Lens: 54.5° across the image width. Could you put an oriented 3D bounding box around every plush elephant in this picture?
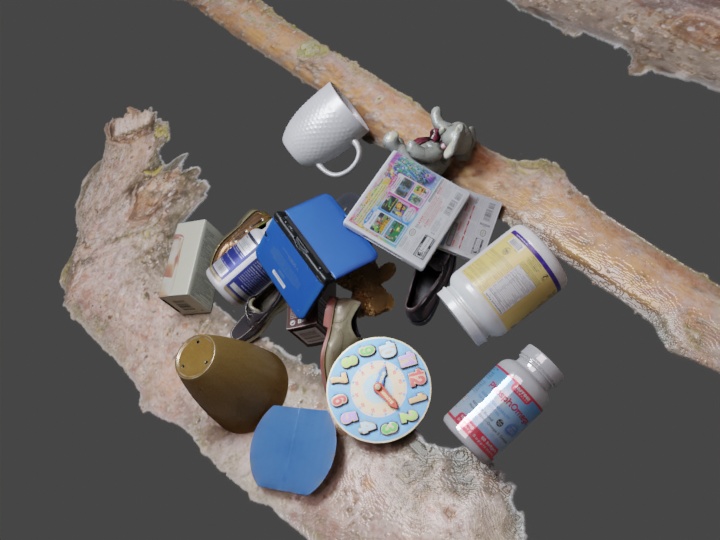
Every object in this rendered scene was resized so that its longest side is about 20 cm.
[{"bbox_3d":[0.165,-0.270,1.491,0.200,0.165,0.155,42,100,10],"label":"plush elephant"}]

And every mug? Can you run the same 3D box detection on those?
[{"bbox_3d":[-0.077,-0.313,1.660,0.175,0.148,0.200,-38,82,13],"label":"mug"}]

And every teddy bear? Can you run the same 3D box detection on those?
[{"bbox_3d":[0.000,0.000,1.439,0.145,0.200,0.067,-33,2,-33],"label":"teddy bear"}]

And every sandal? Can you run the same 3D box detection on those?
[{"bbox_3d":[-0.071,-0.101,1.557,0.200,0.043,0.076,-34,65,-26],"label":"sandal"}]

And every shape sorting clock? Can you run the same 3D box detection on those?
[{"bbox_3d":[0.033,0.221,1.307,0.200,0.039,0.200,-2,68,6],"label":"shape sorting clock"}]

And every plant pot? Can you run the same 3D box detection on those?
[{"bbox_3d":[-0.274,0.208,1.406,0.186,0.200,0.186,-12,57,20],"label":"plant pot"}]

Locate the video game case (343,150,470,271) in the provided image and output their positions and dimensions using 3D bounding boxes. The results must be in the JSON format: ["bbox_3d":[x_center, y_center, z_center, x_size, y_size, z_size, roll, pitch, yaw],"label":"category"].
[{"bbox_3d":[0.094,-0.122,1.392,0.182,0.024,0.200,31,69,8],"label":"video game case"}]

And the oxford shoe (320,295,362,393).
[{"bbox_3d":[-0.035,0.152,1.370,0.075,0.070,0.200,4,94,11],"label":"oxford shoe"}]

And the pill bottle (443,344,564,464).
[{"bbox_3d":[0.245,0.223,1.187,0.200,0.109,0.109,-44,52,-2],"label":"pill bottle"}]

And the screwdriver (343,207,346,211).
[{"bbox_3d":[-0.075,-0.049,1.445,0.029,0.028,0.200,-8,51,49],"label":"screwdriver"}]

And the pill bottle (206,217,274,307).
[{"bbox_3d":[-0.237,-0.021,1.574,0.200,0.116,0.116,-41,52,0],"label":"pill bottle"}]

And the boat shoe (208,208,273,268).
[{"bbox_3d":[-0.280,-0.059,1.645,0.068,0.072,0.200,23,75,36],"label":"boat shoe"}]

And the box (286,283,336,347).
[{"bbox_3d":[-0.100,0.048,1.473,0.075,0.100,0.200,-14,58,18],"label":"box"}]

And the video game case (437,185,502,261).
[{"bbox_3d":[0.172,-0.110,1.419,0.200,0.018,0.143,21,71,4],"label":"video game case"}]

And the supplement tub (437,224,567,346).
[{"bbox_3d":[0.255,0.029,1.273,0.200,0.145,0.145,-38,52,3],"label":"supplement tub"}]

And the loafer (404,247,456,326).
[{"bbox_3d":[0.139,0.011,1.394,0.072,0.063,0.200,10,67,30],"label":"loafer"}]

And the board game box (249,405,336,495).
[{"bbox_3d":[-0.123,0.347,1.351,0.200,0.039,0.158,-2,66,32],"label":"board game box"}]

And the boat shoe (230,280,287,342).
[{"bbox_3d":[-0.219,0.083,1.520,0.200,0.065,0.072,-40,51,16],"label":"boat shoe"}]

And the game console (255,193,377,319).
[{"bbox_3d":[-0.092,-0.031,1.400,0.200,0.118,0.171,53,126,29],"label":"game console"}]

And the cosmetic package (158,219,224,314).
[{"bbox_3d":[-0.394,-0.007,1.656,0.087,0.103,0.200,-5,59,23],"label":"cosmetic package"}]
